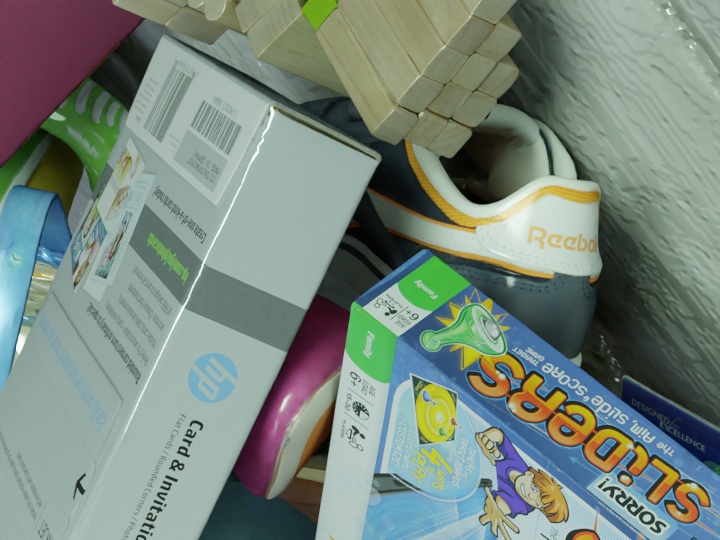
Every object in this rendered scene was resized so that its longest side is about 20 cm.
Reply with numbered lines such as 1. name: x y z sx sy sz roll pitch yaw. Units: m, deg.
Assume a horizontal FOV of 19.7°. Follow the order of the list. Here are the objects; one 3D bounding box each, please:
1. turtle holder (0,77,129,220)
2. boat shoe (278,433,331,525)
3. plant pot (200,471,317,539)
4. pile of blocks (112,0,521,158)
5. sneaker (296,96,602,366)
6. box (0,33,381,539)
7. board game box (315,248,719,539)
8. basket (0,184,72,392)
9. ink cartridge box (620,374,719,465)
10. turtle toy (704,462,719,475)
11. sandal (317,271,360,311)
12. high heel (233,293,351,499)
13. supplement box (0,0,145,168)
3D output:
1. turtle holder: -0.176 -0.061 0.921 0.132 0.184 0.142 60 -169 -45
2. boat shoe: 0.017 0.082 0.744 0.068 0.072 0.200 69 160 -5
3. plant pot: -0.048 0.127 0.978 0.199 0.199 0.136 27 128 32
4. pile of blocks: -0.008 -0.097 0.668 0.062 0.083 0.199 18 -172 -45
5. sneaker: 0.020 -0.030 0.713 0.078 0.080 0.200 5 -160 -36
6. box: -0.073 0.033 0.646 0.041 0.201 0.156 25 -176 -21
7. board game box: 0.045 0.106 0.625 0.135 0.034 0.201 37 143 25
8. basket: -0.140 0.072 0.833 0.138 0.178 0.200 14 168 -2
9. ink cartridge box: 0.104 0.136 0.643 0.099 0.039 0.201 29 137 36
10. turtle toy: 0.162 0.131 0.719 0.145 0.101 0.201 19 148 42
11. sandal: 0.001 0.002 0.825 0.205 0.060 0.079 18 170 10
12. high heel: -0.044 0.017 0.689 0.096 0.068 0.200 38 -173 -2
13. supplement box: -0.192 -0.128 0.810 0.199 0.131 0.104 23 152 41
